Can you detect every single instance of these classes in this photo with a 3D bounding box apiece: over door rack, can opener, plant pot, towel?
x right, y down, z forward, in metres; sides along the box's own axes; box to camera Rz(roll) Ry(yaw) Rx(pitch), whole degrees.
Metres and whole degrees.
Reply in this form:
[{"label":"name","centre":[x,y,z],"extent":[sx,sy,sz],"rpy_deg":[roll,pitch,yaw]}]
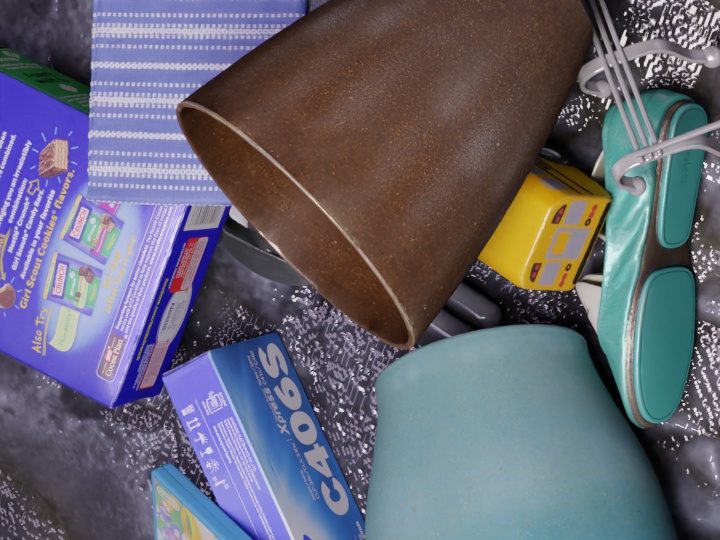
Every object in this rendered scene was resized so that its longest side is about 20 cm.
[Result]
[{"label":"over door rack","centre":[0.218,-0.144,1.493],"extent":[0.199,0.067,0.149],"rpy_deg":[-26,64,16]},{"label":"can opener","centre":[0.000,0.000,1.663],"extent":[0.199,0.053,0.067],"rpy_deg":[30,144,23]},{"label":"plant pot","centre":[0.091,0.140,1.550],"extent":[0.199,0.200,0.189],"rpy_deg":[-22,67,28]},{"label":"plant pot","centre":[0.032,-0.092,1.461],"extent":[0.187,0.187,0.200],"rpy_deg":[42,78,17]},{"label":"towel","centre":[-0.099,-0.139,1.603],"extent":[0.144,0.024,0.202],"rpy_deg":[1,86,20]}]

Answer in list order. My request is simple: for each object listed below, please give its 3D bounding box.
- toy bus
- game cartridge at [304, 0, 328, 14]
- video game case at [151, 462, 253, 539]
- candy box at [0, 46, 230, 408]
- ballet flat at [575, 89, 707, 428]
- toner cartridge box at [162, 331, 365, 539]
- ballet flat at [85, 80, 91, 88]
[{"label":"toy bus","centre":[0.061,-0.061,1.578],"extent":[0.200,0.078,0.065],"rpy_deg":[36,113,36]},{"label":"game cartridge","centre":[-0.013,-0.210,1.590],"extent":[0.041,0.133,0.202],"rpy_deg":[5,92,-17]},{"label":"video game case","centre":[-0.088,0.241,1.682],"extent":[0.143,0.018,0.201],"rpy_deg":[37,138,41]},{"label":"candy box","centre":[-0.198,-0.031,1.686],"extent":[0.199,0.077,0.170],"rpy_deg":[26,103,19]},{"label":"ballet flat","centre":[0.165,-0.009,1.563],"extent":[0.070,0.067,0.202],"rpy_deg":[11,99,42]},{"label":"toner cartridge box","centre":[-0.049,0.143,1.675],"extent":[0.043,0.095,0.201],"rpy_deg":[-28,84,28]},{"label":"ballet flat","centre":[-0.194,-0.063,1.744],"extent":[0.066,0.057,0.200],"rpy_deg":[45,114,17]}]
